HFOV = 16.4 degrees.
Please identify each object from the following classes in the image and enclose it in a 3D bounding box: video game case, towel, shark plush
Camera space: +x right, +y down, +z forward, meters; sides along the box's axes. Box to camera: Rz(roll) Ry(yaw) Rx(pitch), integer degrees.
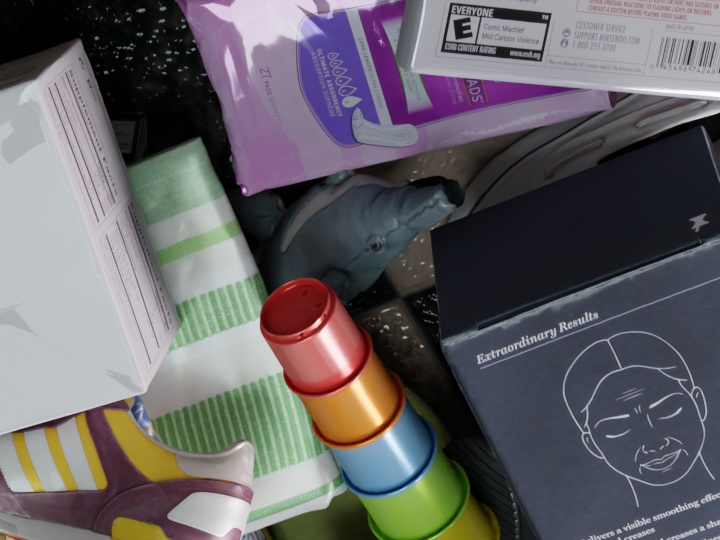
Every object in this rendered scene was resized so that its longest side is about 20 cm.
[{"bbox_3d":[0.124,-0.171,1.129,0.200,0.022,0.183,3,109,-24],"label":"video game case"},{"bbox_3d":[-0.108,0.049,1.257,0.152,0.023,0.200,-20,103,13],"label":"towel"},{"bbox_3d":[0.000,0.000,1.247,0.091,0.083,0.200,37,146,-30],"label":"shark plush"}]

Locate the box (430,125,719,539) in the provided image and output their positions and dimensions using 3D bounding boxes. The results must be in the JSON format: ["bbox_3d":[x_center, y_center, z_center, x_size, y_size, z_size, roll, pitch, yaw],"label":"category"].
[{"bbox_3d":[0.139,0.057,1.223,0.148,0.107,0.200,-20,121,10],"label":"box"}]

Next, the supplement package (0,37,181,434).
[{"bbox_3d":[-0.208,-0.001,1.182,0.200,0.111,0.156,-16,104,10],"label":"supplement package"}]

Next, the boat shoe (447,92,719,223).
[{"bbox_3d":[0.124,-0.039,1.266,0.200,0.066,0.072,-32,120,21],"label":"boat shoe"}]

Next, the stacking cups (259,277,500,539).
[{"bbox_3d":[0.004,0.084,1.237,0.060,0.061,0.200,-21,134,15],"label":"stacking cups"}]

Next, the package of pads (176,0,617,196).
[{"bbox_3d":[0.019,-0.117,1.202,0.200,0.076,0.121,-12,125,8],"label":"package of pads"}]

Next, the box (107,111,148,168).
[{"bbox_3d":[-0.210,-0.007,1.297,0.200,0.050,0.158,1,127,-1],"label":"box"}]

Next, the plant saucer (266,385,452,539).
[{"bbox_3d":[-0.043,0.115,1.399,0.200,0.031,0.200,0,126,0],"label":"plant saucer"}]

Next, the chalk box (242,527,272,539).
[{"bbox_3d":[-0.107,0.199,1.365,0.125,0.124,0.200,-20,124,12],"label":"chalk box"}]

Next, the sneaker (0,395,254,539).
[{"bbox_3d":[-0.148,0.098,1.234,0.200,0.090,0.075,17,166,14],"label":"sneaker"}]

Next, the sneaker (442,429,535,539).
[{"bbox_3d":[0.096,0.136,1.382,0.088,0.074,0.200,-36,147,-16],"label":"sneaker"}]
